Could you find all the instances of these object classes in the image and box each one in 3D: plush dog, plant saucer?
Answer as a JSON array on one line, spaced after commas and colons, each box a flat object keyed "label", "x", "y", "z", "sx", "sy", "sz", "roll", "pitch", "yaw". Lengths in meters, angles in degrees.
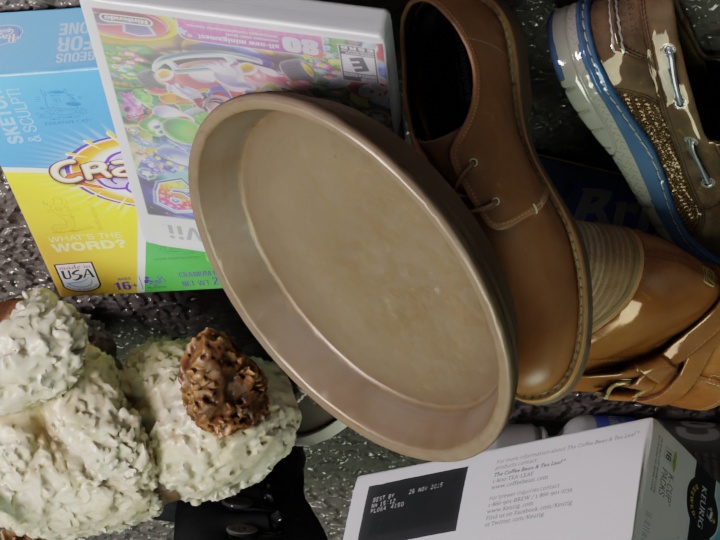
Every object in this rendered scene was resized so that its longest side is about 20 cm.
[{"label": "plush dog", "x": -0.117, "y": 0.088, "z": 1.429, "sx": 0.171, "sy": 0.161, "sz": 0.200, "roll": -10, "pitch": 173, "yaw": 2}, {"label": "plant saucer", "x": 0.000, "y": 0.000, "z": 1.212, "sx": 0.200, "sy": 0.029, "sz": 0.201, "roll": 33, "pitch": 145, "yaw": 28}]

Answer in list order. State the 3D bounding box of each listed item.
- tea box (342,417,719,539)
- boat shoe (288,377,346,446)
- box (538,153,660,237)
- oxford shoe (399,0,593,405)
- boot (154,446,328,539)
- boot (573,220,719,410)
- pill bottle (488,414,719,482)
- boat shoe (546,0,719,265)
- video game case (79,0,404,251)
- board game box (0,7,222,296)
[{"label": "tea box", "x": 0.117, "y": 0.198, "z": 1.439, "sx": 0.199, "sy": 0.134, "sz": 0.197, "roll": -15, "pitch": 139, "yaw": 36}, {"label": "boat shoe", "x": -0.001, "y": 0.038, "z": 1.466, "sx": 0.059, "sy": 0.072, "sz": 0.200, "roll": 36, "pitch": 143, "yaw": -16}, {"label": "box", "x": 0.163, "y": 0.000, "z": 1.393, "sx": 0.199, "sy": 0.070, "sz": 0.064, "roll": 12, "pitch": 143, "yaw": -16}, {"label": "oxford shoe", "x": 0.053, "y": -0.034, "z": 1.218, "sx": 0.071, "sy": 0.201, "sz": 0.071, "roll": -20, "pitch": 170, "yaw": 26}, {"label": "boot", "x": -0.103, "y": 0.149, "z": 1.523, "sx": 0.164, "sy": 0.200, "sz": 0.066, "roll": -3, "pitch": 113, "yaw": -6}, {"label": "boot", "x": 0.107, "y": 0.041, "z": 1.341, "sx": 0.155, "sy": 0.077, "sz": 0.200, "roll": 15, "pitch": 140, "yaw": -28}, {"label": "pill bottle", "x": 0.173, "y": 0.145, "z": 1.577, "sx": 0.199, "sy": 0.114, "sz": 0.114, "roll": 4, "pitch": 147, "yaw": -3}, {"label": "boat shoe", "x": 0.166, "y": -0.066, "z": 1.290, "sx": 0.072, "sy": 0.073, "sz": 0.200, "roll": -18, "pitch": 142, "yaw": 26}, {"label": "video game case", "x": -0.048, "y": -0.065, "z": 1.253, "sx": 0.142, "sy": 0.018, "sz": 0.200, "roll": 8, "pitch": 148, "yaw": 11}, {"label": "board game box", "x": -0.104, "y": -0.060, "z": 1.342, "sx": 0.152, "sy": 0.040, "sz": 0.200, "roll": -4, "pitch": 147, "yaw": 9}]
